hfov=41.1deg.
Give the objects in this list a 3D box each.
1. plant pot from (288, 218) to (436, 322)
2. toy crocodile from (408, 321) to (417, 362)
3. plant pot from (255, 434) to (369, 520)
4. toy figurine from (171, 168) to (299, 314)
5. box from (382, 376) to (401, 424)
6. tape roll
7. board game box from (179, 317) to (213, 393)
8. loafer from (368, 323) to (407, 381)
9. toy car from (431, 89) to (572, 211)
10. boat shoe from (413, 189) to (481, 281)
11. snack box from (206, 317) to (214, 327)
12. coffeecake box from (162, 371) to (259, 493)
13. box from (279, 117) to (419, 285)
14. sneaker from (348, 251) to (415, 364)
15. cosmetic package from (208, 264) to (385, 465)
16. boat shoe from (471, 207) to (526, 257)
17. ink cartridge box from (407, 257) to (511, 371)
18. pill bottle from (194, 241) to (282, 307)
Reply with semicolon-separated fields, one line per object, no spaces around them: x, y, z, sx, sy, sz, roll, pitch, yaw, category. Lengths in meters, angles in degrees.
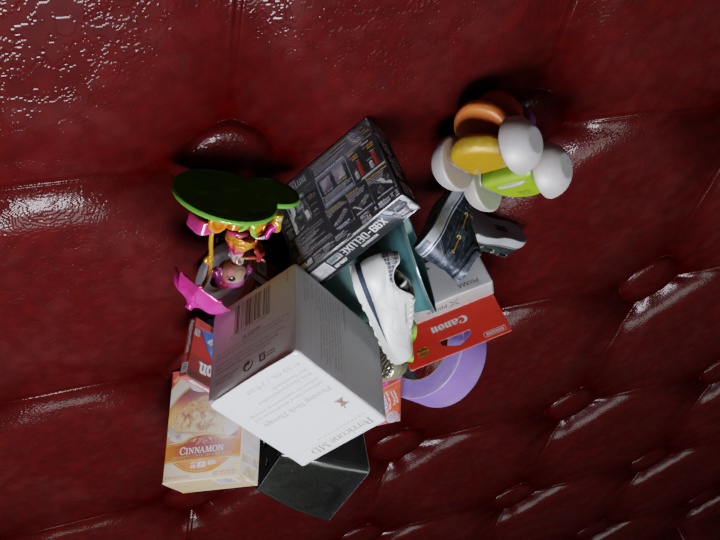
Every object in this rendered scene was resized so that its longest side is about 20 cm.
0.000;0.000;1.527;0.193;0.203;0.201;-19;146;7;plant pot
0.061;0.063;1.632;0.066;0.203;0.062;10;144;-21;toy crocodile
-0.115;0.360;1.939;0.174;0.202;0.201;12;134;-25;plant pot
-0.191;-0.029;1.367;0.198;0.150;0.187;-11;129;-44;toy figurine
-0.007;0.194;1.746;0.098;0.200;0.097;-8;114;-20;box
0.128;0.145;1.773;0.199;0.202;0.084;-38;144;21;tape roll
-0.221;0.168;1.612;0.019;0.105;0.199;-15;144;33;board game box
0.013;0.126;1.681;0.076;0.201;0.068;-50;140;13;loafer
0.212;-0.186;1.437;0.173;0.153;0.199;-12;154;40;toy car
0.152;-0.065;1.511;0.091;0.201;0.071;40;134;-9;boat shoe
-0.186;0.128;1.708;0.114;0.037;0.201;-23;146;0;snack box
-0.256;0.274;1.680;0.151;0.204;0.073;-10;152;20;coffeecake box
-0.027;-0.098;1.395;0.199;0.159;0.050;-38;143;19;box
0.050;0.059;1.419;0.079;0.077;0.202;-23;130;2;sneaker
-0.088;0.137;1.374;0.166;0.168;0.200;-32;129;24;cosmetic package
0.214;-0.059;1.672;0.198;0.069;0.057;12;133;-44;boat shoe
0.144;0.063;1.695;0.197;0.175;0.044;-21;142;-3;ink cartridge box
-0.161;0.046;1.530;0.112;0.114;0.199;-35;137;17;pill bottle
